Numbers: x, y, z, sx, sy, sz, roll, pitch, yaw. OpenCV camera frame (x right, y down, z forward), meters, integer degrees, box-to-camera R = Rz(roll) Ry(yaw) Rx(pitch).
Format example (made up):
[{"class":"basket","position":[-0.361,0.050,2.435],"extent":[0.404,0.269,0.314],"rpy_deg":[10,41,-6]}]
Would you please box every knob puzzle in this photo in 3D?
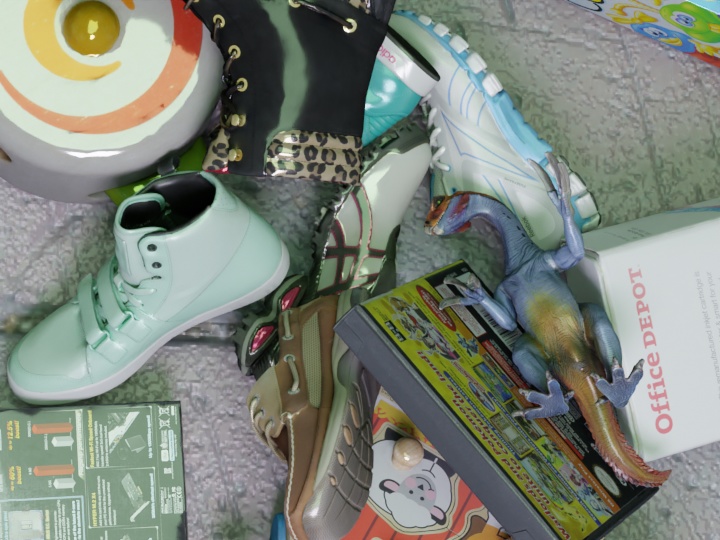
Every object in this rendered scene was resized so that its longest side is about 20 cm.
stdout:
[{"class":"knob puzzle","position":[0.044,0.180,1.523],"extent":[0.219,0.030,0.220],"rpy_deg":[9,56,-14]}]

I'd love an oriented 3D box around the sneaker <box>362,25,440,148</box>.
[{"class":"sneaker","position":[-0.053,-0.144,1.658],"extent":[0.200,0.084,0.121],"rpy_deg":[43,99,23]}]

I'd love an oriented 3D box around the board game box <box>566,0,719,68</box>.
[{"class":"board game box","position":[0.208,-0.221,1.699],"extent":[0.199,0.105,0.103],"rpy_deg":[23,79,-5]}]

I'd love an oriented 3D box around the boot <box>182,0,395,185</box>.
[{"class":"boot","position":[-0.078,-0.134,1.522],"extent":[0.199,0.073,0.151],"rpy_deg":[6,92,-9]}]

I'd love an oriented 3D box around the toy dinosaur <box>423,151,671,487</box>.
[{"class":"toy dinosaur","position":[0.105,0.028,1.597],"extent":[0.105,0.182,0.200],"rpy_deg":[-21,126,-3]}]

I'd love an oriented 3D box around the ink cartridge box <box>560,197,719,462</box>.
[{"class":"ink cartridge box","position":[0.247,0.028,1.660],"extent":[0.199,0.087,0.146],"rpy_deg":[-16,101,-13]}]

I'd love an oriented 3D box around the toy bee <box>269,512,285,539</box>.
[{"class":"toy bee","position":[-0.030,0.173,1.598],"extent":[0.130,0.109,0.201],"rpy_deg":[-17,85,-10]}]

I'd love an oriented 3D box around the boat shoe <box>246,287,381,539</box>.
[{"class":"boat shoe","position":[-0.031,0.091,1.525],"extent":[0.072,0.200,0.076],"rpy_deg":[-4,127,11]}]

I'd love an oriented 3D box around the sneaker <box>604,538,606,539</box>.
[{"class":"sneaker","position":[0.110,0.135,1.643],"extent":[0.200,0.077,0.084],"rpy_deg":[43,81,-2]}]

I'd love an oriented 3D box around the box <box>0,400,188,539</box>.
[{"class":"box","position":[-0.188,0.187,1.597],"extent":[0.157,0.050,0.201],"rpy_deg":[-3,82,-10]}]

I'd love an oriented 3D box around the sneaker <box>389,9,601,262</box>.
[{"class":"sneaker","position":[0.069,-0.084,1.673],"extent":[0.087,0.075,0.200],"rpy_deg":[-40,89,-7]}]

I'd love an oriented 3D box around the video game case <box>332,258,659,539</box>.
[{"class":"video game case","position":[0.088,0.087,1.555],"extent":[0.026,0.181,0.200],"rpy_deg":[-44,81,23]}]

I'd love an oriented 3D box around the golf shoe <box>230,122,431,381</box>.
[{"class":"golf shoe","position":[0.000,0.000,1.640],"extent":[0.088,0.077,0.200],"rpy_deg":[33,86,10]}]

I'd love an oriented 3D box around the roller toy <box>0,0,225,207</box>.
[{"class":"roller toy","position":[-0.178,-0.142,1.602],"extent":[0.199,0.140,0.183],"rpy_deg":[15,79,-7]}]

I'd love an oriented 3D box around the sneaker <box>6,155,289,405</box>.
[{"class":"sneaker","position":[-0.155,0.003,1.577],"extent":[0.200,0.118,0.074],"rpy_deg":[-29,52,6]}]
